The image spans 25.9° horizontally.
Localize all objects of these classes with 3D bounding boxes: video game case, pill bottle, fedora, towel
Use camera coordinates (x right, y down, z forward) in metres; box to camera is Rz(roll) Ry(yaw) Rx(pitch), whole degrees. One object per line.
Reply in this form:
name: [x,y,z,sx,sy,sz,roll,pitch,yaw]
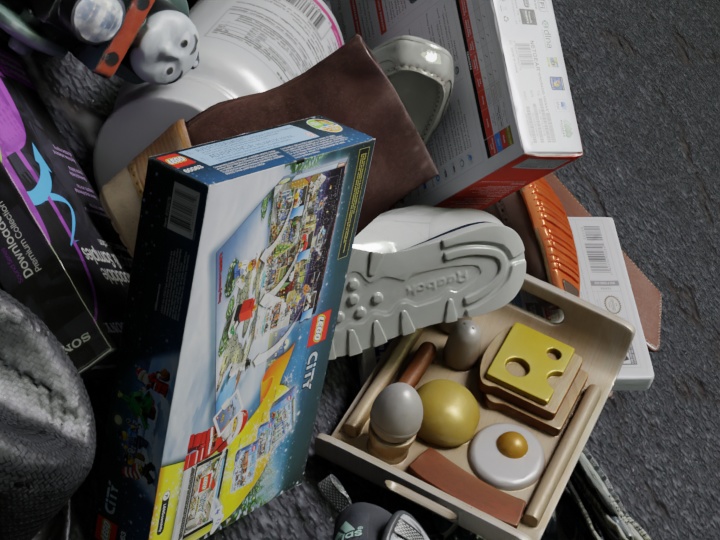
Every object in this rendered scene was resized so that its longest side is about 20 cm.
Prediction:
video game case: [0.091,0.021,1.076,0.197,0.018,0.144,1,51,-10]
pill bottle: [-0.084,-0.099,0.956,0.114,0.113,0.200,49,29,-13]
fedora: [-0.182,0.057,0.655,0.200,0.091,0.202,39,32,-30]
towel: [0.176,0.173,1.063,0.200,0.034,0.193,53,6,-42]

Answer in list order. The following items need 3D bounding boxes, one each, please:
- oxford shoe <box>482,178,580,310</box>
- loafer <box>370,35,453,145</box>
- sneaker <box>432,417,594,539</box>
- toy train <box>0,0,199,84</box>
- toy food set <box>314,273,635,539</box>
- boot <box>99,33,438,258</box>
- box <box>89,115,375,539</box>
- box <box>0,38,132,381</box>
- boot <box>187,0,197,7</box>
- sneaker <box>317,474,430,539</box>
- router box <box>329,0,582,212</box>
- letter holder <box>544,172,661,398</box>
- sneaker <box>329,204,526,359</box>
oxford shoe: [0.095,-0.051,1.094,0.071,0.072,0.202,33,32,-58]
loafer: [0.005,-0.072,0.991,0.069,0.200,0.070,18,56,-10]
sneaker: [0.109,0.174,1.036,0.201,0.077,0.086,54,10,-8]
toy train: [-0.164,-0.164,0.875,0.113,0.086,0.200,22,12,-42]
toy food set: [0.076,0.072,0.970,0.142,0.061,0.200,24,47,12]
boot: [-0.028,-0.011,0.851,0.201,0.165,0.073,62,2,-34]
box: [-0.062,0.033,0.767,0.037,0.202,0.136,23,24,26]
box: [-0.166,-0.036,0.793,0.201,0.036,0.143,60,5,5]
boot: [-0.058,-0.196,1.141,0.151,0.073,0.199,58,32,7]
sneaker: [-0.009,0.168,0.843,0.200,0.077,0.141,37,30,-48]
router box: [0.055,-0.142,1.028,0.048,0.179,0.202,-3,77,-32]
letter holder: [0.130,0.017,1.186,0.200,0.100,0.143,45,32,-20]
sneaker: [0.000,0.000,0.971,0.198,0.077,0.081,-6,26,-16]
